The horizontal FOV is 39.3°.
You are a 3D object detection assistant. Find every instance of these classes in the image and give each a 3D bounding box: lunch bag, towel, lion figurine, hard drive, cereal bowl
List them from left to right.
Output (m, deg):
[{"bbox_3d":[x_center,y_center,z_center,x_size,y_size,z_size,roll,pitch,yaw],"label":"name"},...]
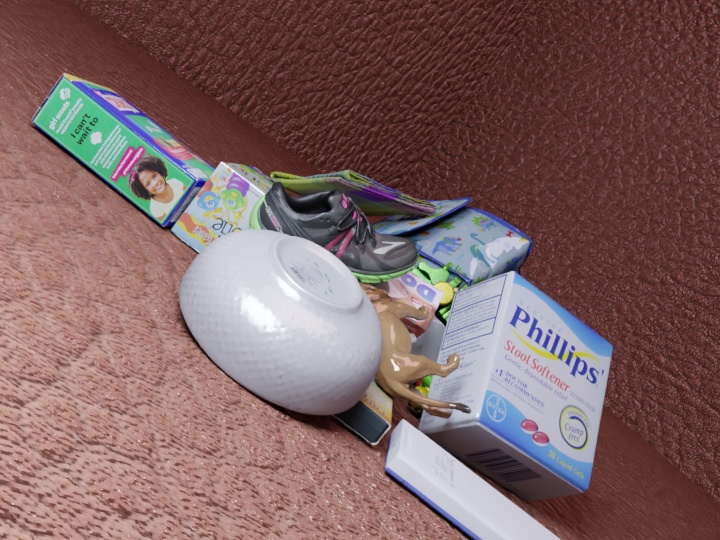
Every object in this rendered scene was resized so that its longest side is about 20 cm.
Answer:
[{"bbox_3d":[-0.058,0.031,0.914,0.200,0.083,0.200,30,26,-16],"label":"cereal bowl"},{"bbox_3d":[-0.008,-0.103,1.358,0.143,0.023,0.200,3,-9,43],"label":"towel"},{"bbox_3d":[0.031,0.081,1.077,0.122,0.073,0.200,14,24,-34],"label":"lion figurine"},{"bbox_3d":[0.110,-0.024,1.406,0.200,0.128,0.170,32,38,28],"label":"lunch bag"},{"bbox_3d":[0.111,0.226,0.963,0.200,0.025,0.132,38,7,0],"label":"hard drive"}]

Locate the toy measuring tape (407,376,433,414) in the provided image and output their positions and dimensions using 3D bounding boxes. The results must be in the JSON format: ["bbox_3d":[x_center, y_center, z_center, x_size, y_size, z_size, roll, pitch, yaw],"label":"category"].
[{"bbox_3d":[0.127,0.151,1.247,0.200,0.074,0.074,-5,37,-44],"label":"toy measuring tape"}]

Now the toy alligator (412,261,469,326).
[{"bbox_3d":[0.106,0.022,1.277,0.200,0.054,0.059,53,-10,10],"label":"toy alligator"}]

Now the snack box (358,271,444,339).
[{"bbox_3d":[0.000,0.000,1.176,0.200,0.024,0.072,33,44,-3],"label":"snack box"}]

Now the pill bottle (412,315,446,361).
[{"bbox_3d":[0.019,0.050,1.282,0.116,0.116,0.200,31,9,-44],"label":"pill bottle"}]

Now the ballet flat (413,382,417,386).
[{"bbox_3d":[0.074,0.114,1.353,0.072,0.072,0.200,33,17,-33],"label":"ballet flat"}]

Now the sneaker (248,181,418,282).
[{"bbox_3d":[-0.021,-0.044,1.114,0.200,0.084,0.077,15,23,-20],"label":"sneaker"}]

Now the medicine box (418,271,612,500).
[{"bbox_3d":[0.185,0.136,1.177,0.182,0.200,0.103,34,-34,-24],"label":"medicine box"}]

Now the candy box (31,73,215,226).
[{"bbox_3d":[-0.274,-0.144,1.227,0.200,0.077,0.169,37,7,1],"label":"candy box"}]

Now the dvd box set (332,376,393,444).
[{"bbox_3d":[-0.030,0.102,1.036,0.146,0.029,0.200,37,6,-2],"label":"dvd box set"}]

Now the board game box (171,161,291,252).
[{"bbox_3d":[-0.142,-0.064,1.258,0.105,0.103,0.200,37,6,0],"label":"board game box"}]
